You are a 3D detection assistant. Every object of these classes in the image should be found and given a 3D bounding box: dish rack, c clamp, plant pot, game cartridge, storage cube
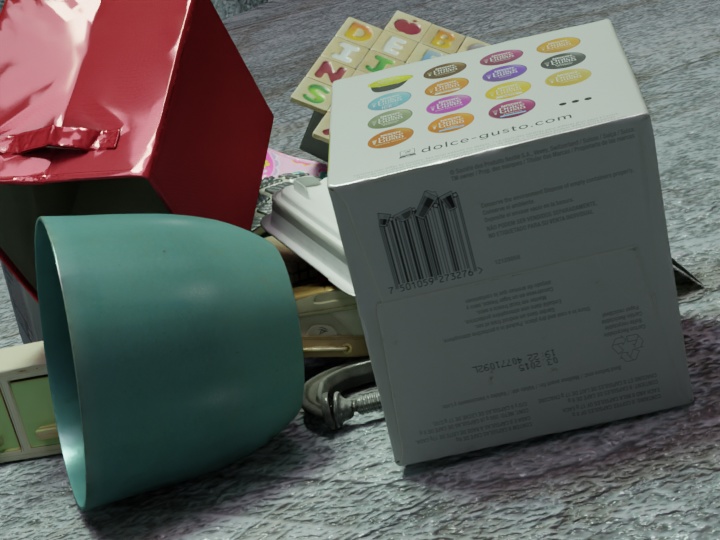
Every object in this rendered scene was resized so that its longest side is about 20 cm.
[{"bbox_3d":[0.030,-0.038,1.465,0.171,0.044,0.200,-10,24,-26],"label":"dish rack"},{"bbox_3d":[0.045,0.075,1.333,0.199,0.027,0.171,-13,15,12],"label":"c clamp"},{"bbox_3d":[-0.130,0.053,1.301,0.160,0.202,0.200,-8,12,-15],"label":"plant pot"},{"bbox_3d":[-0.283,0.031,1.652,0.040,0.134,0.200,-12,14,-14],"label":"game cartridge"},{"bbox_3d":[-0.184,-0.091,1.434,0.170,0.200,0.181,-1,58,20],"label":"storage cube"}]

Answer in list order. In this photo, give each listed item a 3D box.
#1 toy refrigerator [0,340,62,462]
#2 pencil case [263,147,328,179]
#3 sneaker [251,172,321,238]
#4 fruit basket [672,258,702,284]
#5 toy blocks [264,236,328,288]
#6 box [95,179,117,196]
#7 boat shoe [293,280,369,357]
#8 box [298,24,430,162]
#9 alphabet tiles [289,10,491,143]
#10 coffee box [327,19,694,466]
[{"bbox_3d":[-0.280,0.107,1.484,0.199,0.076,0.070,-10,15,21],"label":"toy refrigerator"},{"bbox_3d":[-0.101,-0.083,1.721,0.199,0.088,0.087,23,32,23],"label":"pencil case"},{"bbox_3d":[-0.105,-0.009,1.623,0.200,0.080,0.077,-42,38,-14],"label":"sneaker"},{"bbox_3d":[0.157,-0.059,1.452,0.094,0.200,0.185,-48,17,2],"label":"fruit basket"},{"bbox_3d":[0.000,0.000,1.563,0.199,0.101,0.136,-18,24,-35],"label":"toy blocks"},{"bbox_3d":[-0.220,-0.100,1.645,0.176,0.097,0.200,-43,44,-3],"label":"box"},{"bbox_3d":[-0.073,0.055,1.453,0.199,0.070,0.074,-12,6,27],"label":"boat shoe"},{"bbox_3d":[0.055,-0.136,1.721,0.148,0.125,0.200,25,9,13],"label":"box"},{"bbox_3d":[0.042,-0.150,1.573,0.165,0.006,0.200,21,43,10],"label":"alphabet tiles"},{"bbox_3d":[0.096,-0.024,1.233,0.198,0.201,0.198,-12,24,6],"label":"coffee box"}]
